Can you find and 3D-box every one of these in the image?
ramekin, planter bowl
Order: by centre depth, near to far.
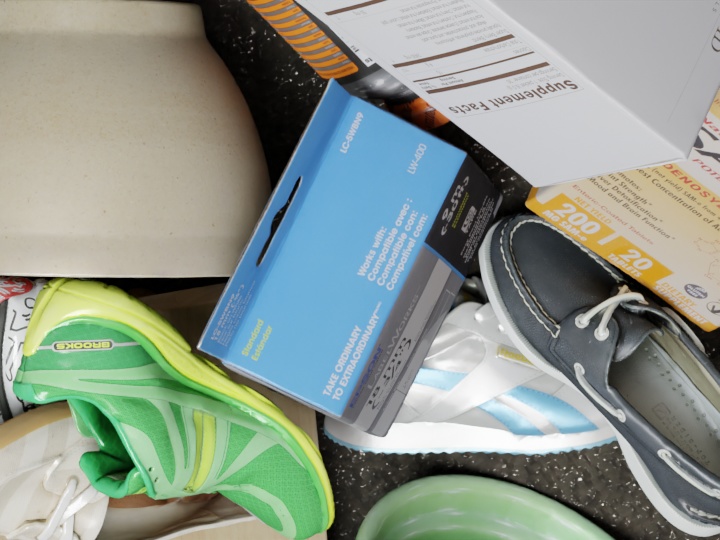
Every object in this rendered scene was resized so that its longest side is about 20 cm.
[{"bbox_3d":[-0.138,-0.067,1.480,0.200,0.200,0.135,1,92,1],"label":"planter bowl"},{"bbox_3d":[0.070,0.214,1.615,0.200,0.200,0.098,22,124,-10],"label":"ramekin"}]

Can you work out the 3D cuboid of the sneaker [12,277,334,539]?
[{"bbox_3d":[-0.095,0.080,1.457,0.200,0.074,0.084,39,73,-32],"label":"sneaker"}]

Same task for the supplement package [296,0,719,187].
[{"bbox_3d":[0.066,-0.145,1.344,0.200,0.121,0.120,36,158,-24],"label":"supplement package"}]

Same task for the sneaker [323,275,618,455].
[{"bbox_3d":[0.078,0.048,1.589,0.200,0.077,0.081,-3,110,-1],"label":"sneaker"}]

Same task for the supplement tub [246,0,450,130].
[{"bbox_3d":[-0.008,-0.168,1.443,0.122,0.123,0.200,-37,112,20],"label":"supplement tub"}]

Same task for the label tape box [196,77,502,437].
[{"bbox_3d":[0.000,0.000,1.466,0.063,0.200,0.144,26,88,13],"label":"label tape box"}]

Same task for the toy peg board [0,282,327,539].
[{"bbox_3d":[-0.129,0.090,1.620,0.199,0.098,0.200,-10,119,-10],"label":"toy peg board"}]

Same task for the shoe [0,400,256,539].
[{"bbox_3d":[-0.121,0.105,1.493,0.200,0.053,0.070,-1,129,-47],"label":"shoe"}]

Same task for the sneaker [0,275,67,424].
[{"bbox_3d":[-0.186,0.095,1.512,0.108,0.067,0.202,-1,114,-12],"label":"sneaker"}]

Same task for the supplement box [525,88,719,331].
[{"bbox_3d":[0.190,-0.056,1.473,0.126,0.074,0.200,34,148,-15],"label":"supplement box"}]

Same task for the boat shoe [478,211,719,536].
[{"bbox_3d":[0.139,0.043,1.536,0.200,0.076,0.060,48,154,6],"label":"boat shoe"}]
